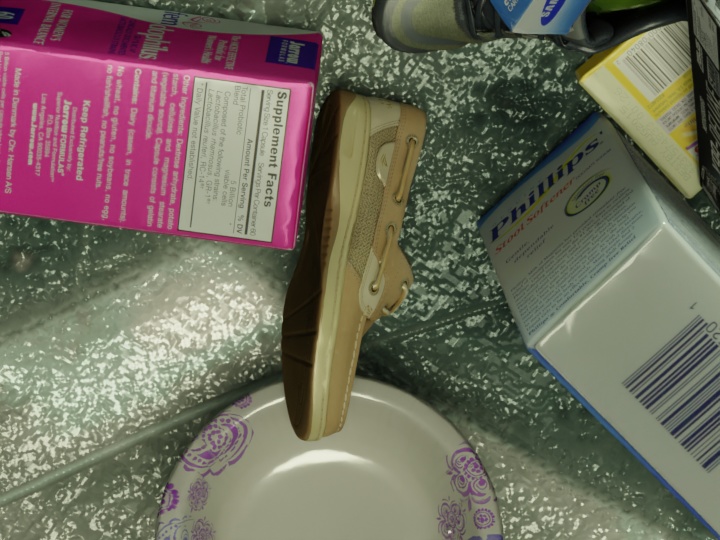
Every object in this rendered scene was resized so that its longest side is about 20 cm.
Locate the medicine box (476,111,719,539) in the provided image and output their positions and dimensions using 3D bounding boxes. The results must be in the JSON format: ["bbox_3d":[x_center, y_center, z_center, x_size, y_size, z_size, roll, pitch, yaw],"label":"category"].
[{"bbox_3d":[0.172,0.032,1.538,0.103,0.200,0.182,-42,109,10],"label":"medicine box"}]

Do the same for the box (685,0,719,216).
[{"bbox_3d":[0.262,-0.116,1.502,0.158,0.050,0.200,-24,146,-5],"label":"box"}]

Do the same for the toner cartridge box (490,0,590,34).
[{"bbox_3d":[0.119,-0.224,1.410,0.043,0.095,0.200,-2,140,-37],"label":"toner cartridge box"}]

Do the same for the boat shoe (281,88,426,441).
[{"bbox_3d":[0.000,0.000,1.556,0.064,0.071,0.200,9,88,-18],"label":"boat shoe"}]

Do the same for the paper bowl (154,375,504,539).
[{"bbox_3d":[-0.018,0.167,1.602,0.200,0.104,0.201,0,75,-1],"label":"paper bowl"}]

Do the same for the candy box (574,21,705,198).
[{"bbox_3d":[0.230,-0.142,1.566,0.200,0.026,0.102,-41,112,12],"label":"candy box"}]

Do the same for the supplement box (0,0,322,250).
[{"bbox_3d":[-0.125,-0.084,1.512,0.200,0.101,0.104,8,111,-2],"label":"supplement box"}]

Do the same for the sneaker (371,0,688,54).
[{"bbox_3d":[0.102,-0.155,1.510,0.200,0.081,0.074,-12,123,12],"label":"sneaker"}]
